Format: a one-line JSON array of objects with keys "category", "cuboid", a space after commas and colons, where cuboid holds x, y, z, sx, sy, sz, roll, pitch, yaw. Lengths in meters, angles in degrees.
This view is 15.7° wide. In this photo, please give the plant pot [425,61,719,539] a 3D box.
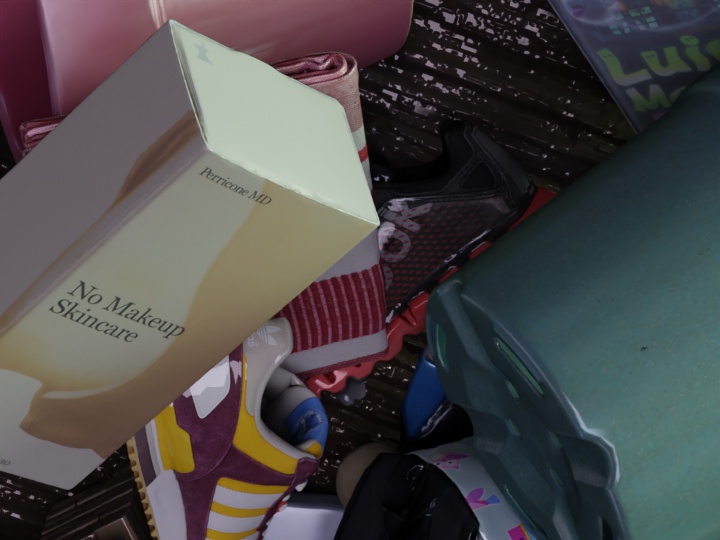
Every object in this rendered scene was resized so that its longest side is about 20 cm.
[{"category": "plant pot", "cuboid": [0.146, 0.023, 1.107, 0.195, 0.200, 0.201, -31, 102, -16]}]

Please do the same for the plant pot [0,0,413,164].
[{"category": "plant pot", "cuboid": [-0.079, -0.142, 1.181, 0.178, 0.200, 0.201, -13, 102, -16]}]

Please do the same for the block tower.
[{"category": "block tower", "cuboid": [-0.122, 0.152, 1.225, 0.058, 0.200, 0.054, -25, 102, 8]}]

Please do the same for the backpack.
[{"category": "backpack", "cuboid": [0.063, 0.170, 1.222, 0.126, 0.167, 0.201, -12, 114, -31]}]

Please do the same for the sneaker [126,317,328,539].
[{"category": "sneaker", "cuboid": [-0.054, 0.097, 1.207, 0.090, 0.075, 0.201, -12, 142, 0]}]

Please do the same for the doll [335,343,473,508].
[{"category": "doll", "cuboid": [0.074, 0.059, 1.262, 0.199, 0.049, 0.137, -31, 140, 9]}]

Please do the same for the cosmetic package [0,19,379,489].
[{"category": "cosmetic package", "cuboid": [-0.099, -0.001, 1.070, 0.105, 0.071, 0.200, 21, 128, -41]}]

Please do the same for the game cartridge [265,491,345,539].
[{"category": "game cartridge", "cuboid": [-0.032, 0.209, 1.323, 0.132, 0.041, 0.201, 5, 101, -6]}]

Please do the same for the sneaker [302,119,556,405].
[{"category": "sneaker", "cuboid": [0.000, 0.000, 1.263, 0.200, 0.071, 0.098, -35, 101, 3]}]

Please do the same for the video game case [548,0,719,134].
[{"category": "video game case", "cuboid": [0.200, -0.097, 1.180, 0.199, 0.023, 0.182, -5, 139, 35]}]

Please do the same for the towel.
[{"category": "towel", "cuboid": [-0.063, -0.011, 1.150, 0.143, 0.023, 0.201, -13, 142, -4]}]
